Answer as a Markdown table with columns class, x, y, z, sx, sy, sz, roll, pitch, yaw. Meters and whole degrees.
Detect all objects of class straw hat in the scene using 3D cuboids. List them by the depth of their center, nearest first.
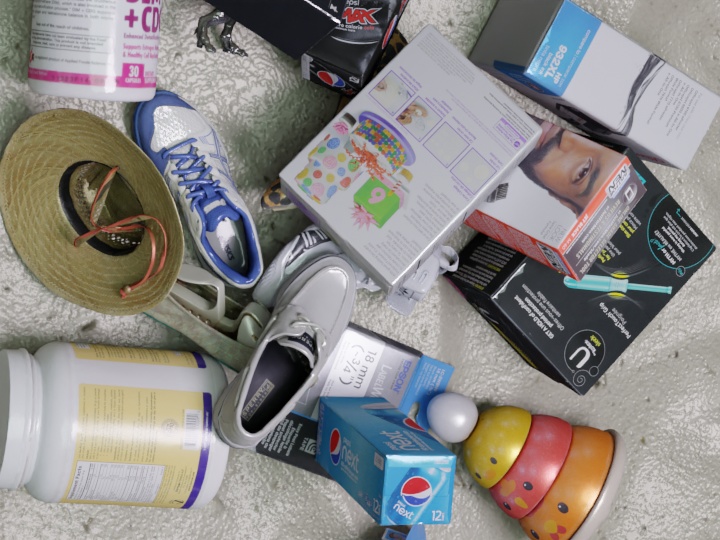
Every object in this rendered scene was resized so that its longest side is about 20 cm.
| class | x | y | z | sx | sy | sz | roll | pitch | yaw |
| --- | --- | --- | --- | --- | --- | --- | --- | --- | --- |
| straw hat | -0.221 | -0.061 | 1.583 | 0.085 | 0.200 | 0.202 | -37 | 116 | -54 |

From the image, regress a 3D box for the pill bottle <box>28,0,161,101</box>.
| class | x | y | z | sx | sy | sz | roll | pitch | yaw |
| --- | --- | --- | --- | --- | --- | --- | --- | --- | --- |
| pill bottle | -0.228 | -0.252 | 1.535 | 0.113 | 0.113 | 0.202 | 1 | 99 | -20 |

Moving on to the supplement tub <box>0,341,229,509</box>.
| class | x | y | z | sx | sy | sz | roll | pitch | yaw |
| --- | --- | --- | --- | --- | --- | --- | --- | --- | --- |
| supplement tub | -0.229 | 0.140 | 1.589 | 0.199 | 0.145 | 0.147 | 6 | 98 | -20 |

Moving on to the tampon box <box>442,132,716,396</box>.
| class | x | y | z | sx | sy | sz | roll | pitch | yaw |
| --- | --- | --- | --- | --- | --- | --- | --- | --- | --- |
| tampon box | 0.212 | -0.009 | 1.729 | 0.200 | 0.126 | 0.150 | -47 | 112 | -6 |

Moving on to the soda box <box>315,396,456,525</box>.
| class | x | y | z | sx | sy | sz | roll | pitch | yaw |
| --- | --- | --- | --- | --- | --- | --- | --- | --- | --- |
| soda box | 0.019 | 0.168 | 1.584 | 0.067 | 0.200 | 0.065 | 2 | 101 | -18 |

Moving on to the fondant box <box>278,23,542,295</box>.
| class | x | y | z | sx | sy | sz | roll | pitch | yaw |
| --- | --- | --- | --- | --- | --- | --- | --- | --- | --- |
| fondant box | 0.045 | -0.100 | 1.589 | 0.144 | 0.058 | 0.200 | 44 | 80 | 6 |

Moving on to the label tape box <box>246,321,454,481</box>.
| class | x | y | z | sx | sy | sz | roll | pitch | yaw |
| --- | --- | --- | --- | --- | --- | --- | --- | --- | --- |
| label tape box | -0.007 | 0.130 | 1.710 | 0.199 | 0.063 | 0.145 | 22 | 92 | -21 |

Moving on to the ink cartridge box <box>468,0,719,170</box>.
| class | x | y | z | sx | sy | sz | roll | pitch | yaw |
| --- | --- | --- | --- | --- | --- | --- | --- | --- | --- |
| ink cartridge box | 0.225 | -0.183 | 1.692 | 0.199 | 0.145 | 0.084 | 28 | 90 | -22 |

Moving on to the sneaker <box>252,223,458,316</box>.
| class | x | y | z | sx | sy | sz | roll | pitch | yaw |
| --- | --- | --- | --- | --- | --- | --- | --- | --- | --- |
| sneaker | 0.000 | 0.000 | 1.649 | 0.200 | 0.075 | 0.115 | -36 | 81 | -27 |

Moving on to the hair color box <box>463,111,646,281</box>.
| class | x | y | z | sx | sy | sz | roll | pitch | yaw |
| --- | --- | --- | --- | --- | --- | --- | --- | --- | --- |
| hair color box | 0.154 | -0.083 | 1.649 | 0.111 | 0.199 | 0.064 | -52 | 139 | -10 |

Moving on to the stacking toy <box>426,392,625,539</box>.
| class | x | y | z | sx | sy | sz | roll | pitch | yaw |
| --- | --- | --- | --- | --- | --- | --- | --- | --- | --- |
| stacking toy | 0.151 | 0.185 | 1.756 | 0.199 | 0.146 | 0.147 | 29 | 89 | -7 |

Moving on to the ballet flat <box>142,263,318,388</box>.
| class | x | y | z | sx | sy | sz | roll | pitch | yaw |
| --- | --- | --- | --- | --- | --- | --- | --- | --- | --- |
| ballet flat | -0.123 | 0.045 | 1.604 | 0.199 | 0.068 | 0.063 | 27 | 125 | 5 |

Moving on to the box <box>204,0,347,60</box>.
| class | x | y | z | sx | sy | sz | roll | pitch | yaw |
| --- | --- | --- | --- | --- | --- | --- | --- | --- | --- |
| box | -0.069 | -0.309 | 1.550 | 0.141 | 0.079 | 0.201 | 30 | 54 | -20 |

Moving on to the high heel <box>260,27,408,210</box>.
| class | x | y | z | sx | sy | sz | roll | pitch | yaw |
| --- | --- | --- | --- | --- | --- | --- | --- | --- | --- |
| high heel | -0.030 | -0.149 | 1.645 | 0.199 | 0.071 | 0.143 | -29 | 112 | -26 |

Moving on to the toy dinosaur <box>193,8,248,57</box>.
| class | x | y | z | sx | sy | sz | roll | pitch | yaw |
| --- | --- | --- | --- | --- | --- | --- | --- | --- | --- |
| toy dinosaur | -0.119 | -0.241 | 1.594 | 0.199 | 0.047 | 0.089 | 3 | 105 | -49 |

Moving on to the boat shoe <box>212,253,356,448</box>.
| class | x | y | z | sx | sy | sz | roll | pitch | yaw |
| --- | --- | --- | --- | --- | --- | --- | --- | --- | --- |
| boat shoe | -0.060 | 0.068 | 1.554 | 0.072 | 0.066 | 0.200 | 42 | 70 | -12 |

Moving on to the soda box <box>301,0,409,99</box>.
| class | x | y | z | sx | sy | sz | roll | pitch | yaw |
| --- | --- | --- | --- | --- | --- | --- | --- | --- | --- |
| soda box | 0.014 | -0.261 | 1.611 | 0.063 | 0.071 | 0.201 | 23 | 75 | 5 |

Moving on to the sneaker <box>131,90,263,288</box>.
| class | x | y | z | sx | sy | sz | roll | pitch | yaw |
| --- | --- | --- | --- | --- | --- | --- | --- | --- | --- |
| sneaker | -0.139 | -0.075 | 1.614 | 0.075 | 0.088 | 0.201 | -32 | 107 | -10 |

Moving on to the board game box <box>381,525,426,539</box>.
| class | x | y | z | sx | sy | sz | roll | pitch | yaw |
| --- | --- | --- | --- | --- | --- | --- | --- | --- | --- |
| board game box | 0.017 | 0.337 | 1.715 | 0.039 | 0.200 | 0.159 | 11 | 124 | 16 |
